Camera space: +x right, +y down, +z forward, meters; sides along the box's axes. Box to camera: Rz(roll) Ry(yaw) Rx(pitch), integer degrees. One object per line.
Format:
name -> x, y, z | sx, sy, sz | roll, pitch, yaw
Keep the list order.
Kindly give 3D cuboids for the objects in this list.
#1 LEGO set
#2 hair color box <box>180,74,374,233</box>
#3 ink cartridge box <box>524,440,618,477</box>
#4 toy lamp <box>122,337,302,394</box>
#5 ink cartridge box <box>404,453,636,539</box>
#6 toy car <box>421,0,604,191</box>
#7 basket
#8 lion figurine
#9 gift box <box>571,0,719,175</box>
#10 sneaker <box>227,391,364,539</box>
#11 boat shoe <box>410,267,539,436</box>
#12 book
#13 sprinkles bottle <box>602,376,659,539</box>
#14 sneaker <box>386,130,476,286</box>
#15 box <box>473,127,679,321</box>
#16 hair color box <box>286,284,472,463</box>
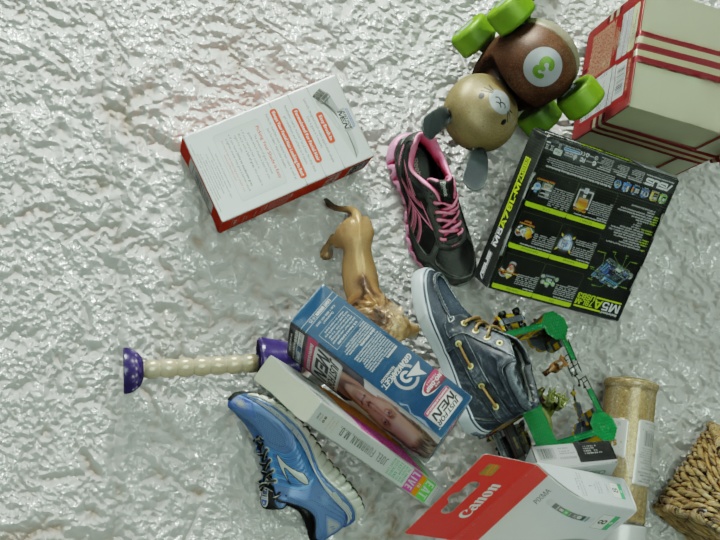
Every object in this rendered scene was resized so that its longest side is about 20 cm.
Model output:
LEGO set -> 0.197, 0.155, 1.210 | 0.153, 0.116, 0.201 | -19, 73, -35
hair color box -> -0.098, -0.137, 1.193 | 0.199, 0.064, 0.111 | -25, 87, -15
ink cartridge box -> 0.218, 0.268, 1.162 | 0.094, 0.201, 0.037 | -2, 43, -14
toy lamp -> -0.165, 0.105, 1.142 | 0.199, 0.058, 0.059 | -1, 82, -14
ink cartridge box -> 0.173, 0.273, 1.097 | 0.199, 0.161, 0.050 | 14, 40, -30
toy car -> 0.158, -0.198, 1.203 | 0.164, 0.158, 0.200 | 47, 65, -13
basket -> 0.487, 0.293, 1.225 | 0.200, 0.143, 0.149 | 42, 75, -5
lion figurine -> 0.000, 0.000, 1.163 | 0.072, 0.122, 0.201 | -17, 85, -16
gift box -> 0.393, -0.225, 1.259 | 0.186, 0.200, 0.186 | 14, 83, -12
sneaker -> -0.085, 0.220, 1.132 | 0.089, 0.079, 0.200 | -39, 92, -18
boat shoe -> 0.130, 0.077, 1.135 | 0.071, 0.091, 0.201 | 2, 64, -58
book -> -0.010, 0.173, 1.089 | 0.200, 0.133, 0.048 | 40, 84, -31
sprinkles bottle -> 0.320, 0.233, 1.233 | 0.068, 0.068, 0.201 | 11, 78, -12
sneaker -> 0.091, -0.077, 1.213 | 0.079, 0.095, 0.201 | -21, 88, -17
box -> 0.259, -0.051, 1.215 | 0.199, 0.048, 0.194 | 13, 108, -23
hair color box -> 0.016, 0.112, 1.089 | 0.200, 0.100, 0.061 | 36, 66, 11
